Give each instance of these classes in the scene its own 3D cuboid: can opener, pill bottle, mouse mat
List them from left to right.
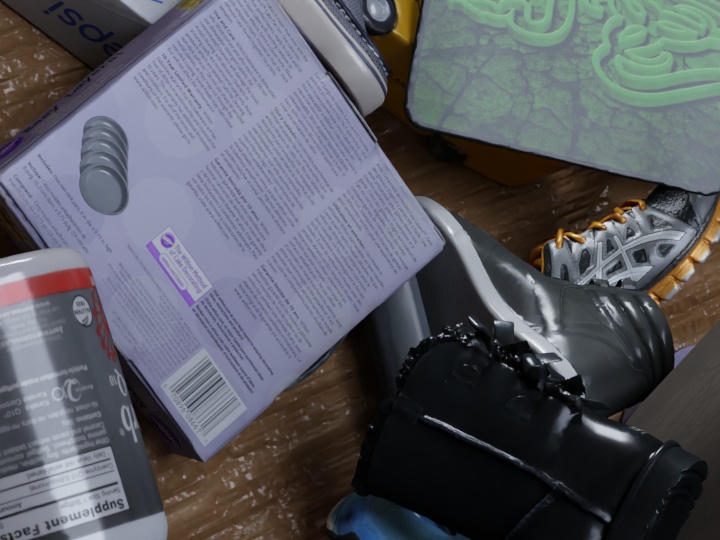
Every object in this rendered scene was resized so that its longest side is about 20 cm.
[{"bbox_3d":[-0.159,0.099,1.230,0.116,0.116,0.200,-15,86,-42],"label":"pill bottle"},{"bbox_3d":[0.000,0.000,1.452,0.066,0.053,0.200,-18,83,-8],"label":"can opener"},{"bbox_3d":[0.131,-0.139,1.480,0.200,0.008,0.161,12,81,-12],"label":"mouse mat"}]

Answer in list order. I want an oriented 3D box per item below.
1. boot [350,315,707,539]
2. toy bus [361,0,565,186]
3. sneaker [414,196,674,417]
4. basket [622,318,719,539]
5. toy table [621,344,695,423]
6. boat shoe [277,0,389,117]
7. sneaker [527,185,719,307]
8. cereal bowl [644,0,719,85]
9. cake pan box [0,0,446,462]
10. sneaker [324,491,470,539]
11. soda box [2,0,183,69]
[{"bbox_3d":[0.067,0.132,1.308,0.199,0.162,0.073,-60,154,-2],"label":"boot"},{"bbox_3d":[0.047,-0.126,1.517,0.200,0.065,0.078,34,55,-26],"label":"toy bus"},{"bbox_3d":[0.100,0.021,1.450,0.099,0.071,0.200,-10,40,-31],"label":"sneaker"},{"bbox_3d":[0.181,0.132,1.368,0.136,0.200,0.180,37,19,-32],"label":"basket"},{"bbox_3d":[0.236,0.131,1.546,0.184,0.117,0.200,8,70,-37],"label":"toy table"},{"bbox_3d":[-0.018,-0.177,1.405,0.093,0.075,0.200,-34,60,-5],"label":"boat shoe"},{"bbox_3d":[0.141,0.000,1.516,0.077,0.078,0.200,44,73,-4],"label":"sneaker"},{"bbox_3d":[0.188,-0.138,1.602,0.200,0.083,0.200,46,20,-22],"label":"cereal bowl"},{"bbox_3d":[-0.074,-0.027,1.340,0.184,0.052,0.200,-42,109,-17],"label":"cake pan box"},{"bbox_3d":[0.061,0.117,1.411,0.200,0.090,0.078,-20,61,-46],"label":"sneaker"},{"bbox_3d":[-0.162,-0.176,1.360,0.200,0.068,0.064,37,54,-25],"label":"soda box"}]
